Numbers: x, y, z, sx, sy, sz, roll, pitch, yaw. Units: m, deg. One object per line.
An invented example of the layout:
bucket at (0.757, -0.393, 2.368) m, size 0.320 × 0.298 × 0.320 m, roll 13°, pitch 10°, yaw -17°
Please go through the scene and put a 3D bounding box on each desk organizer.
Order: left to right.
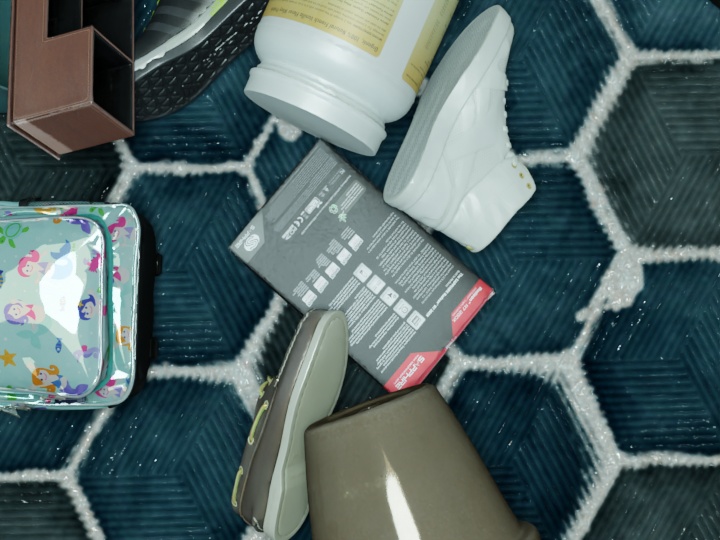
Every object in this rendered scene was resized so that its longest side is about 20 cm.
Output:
desk organizer at (-0.234, -0.203, 1.018) m, size 0.076 × 0.072 × 0.203 m, roll -11°, pitch 69°, yaw 18°

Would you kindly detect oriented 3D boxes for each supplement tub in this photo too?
supplement tub at (-0.001, -0.211, 1.023) m, size 0.143 × 0.144 × 0.202 m, roll 25°, pitch 87°, yaw 0°

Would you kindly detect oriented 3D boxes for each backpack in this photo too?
backpack at (-0.275, 0.027, 1.015) m, size 0.197 × 0.151 × 0.180 m, roll 2°, pitch 89°, yaw 4°

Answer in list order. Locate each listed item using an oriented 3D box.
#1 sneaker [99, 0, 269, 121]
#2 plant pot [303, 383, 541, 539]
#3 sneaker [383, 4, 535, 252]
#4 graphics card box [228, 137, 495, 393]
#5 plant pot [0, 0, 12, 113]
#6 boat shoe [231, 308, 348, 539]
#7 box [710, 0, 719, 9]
sneaker at (-0.149, -0.210, 1.072) m, size 0.199 × 0.072 × 0.083 m, roll -37°, pitch 65°, yaw -3°
plant pot at (0.031, 0.190, 0.981) m, size 0.198 × 0.200 × 0.177 m, roll -20°, pitch 88°, yaw -1°
sneaker at (0.107, -0.116, 1.067) m, size 0.115 × 0.073 × 0.202 m, roll 31°, pitch 75°, yaw -20°
graphics card box at (0.000, 0.000, 1.062) m, size 0.199 × 0.051 × 0.126 m, roll 40°, pitch 89°, yaw 0°
plant pot at (-0.377, -0.201, 1.027) m, size 0.197 × 0.141 × 0.144 m, roll -6°, pitch 88°, yaw 8°
boat shoe at (-0.061, 0.122, 1.033) m, size 0.059 × 0.072 × 0.203 m, roll 21°, pitch 105°, yaw 29°
box at (0.391, -0.291, 1.080) m, size 0.200 × 0.048 × 0.194 m, roll 42°, pitch 90°, yaw 0°
